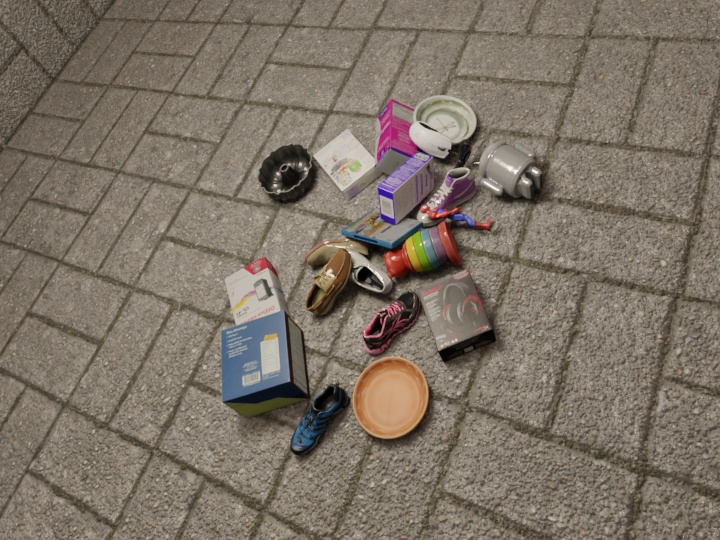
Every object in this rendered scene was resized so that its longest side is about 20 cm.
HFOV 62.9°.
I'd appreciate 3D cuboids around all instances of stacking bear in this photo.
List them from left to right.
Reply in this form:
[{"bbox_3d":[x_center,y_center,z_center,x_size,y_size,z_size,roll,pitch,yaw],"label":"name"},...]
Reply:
[{"bbox_3d":[0.157,-0.044,1.587,0.195,0.113,0.125,-22,66,16],"label":"stacking bear"}]

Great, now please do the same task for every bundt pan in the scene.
[{"bbox_3d":[-0.234,-0.310,1.913,0.195,0.076,0.208,-9,58,15],"label":"bundt pan"}]

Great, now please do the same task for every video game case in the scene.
[{"bbox_3d":[0.059,-0.118,1.659,0.197,0.018,0.142,17,40,41],"label":"video game case"}]

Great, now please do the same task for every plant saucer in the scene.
[{"bbox_3d":[0.076,0.315,1.450,0.194,0.038,0.206,-9,59,16],"label":"plant saucer"},{"bbox_3d":[0.255,-0.447,1.798,0.193,0.051,0.206,1,59,-2],"label":"plant saucer"}]

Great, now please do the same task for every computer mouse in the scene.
[{"bbox_3d":[0.224,-0.361,1.709,0.196,0.112,0.044,29,36,9],"label":"computer mouse"}]

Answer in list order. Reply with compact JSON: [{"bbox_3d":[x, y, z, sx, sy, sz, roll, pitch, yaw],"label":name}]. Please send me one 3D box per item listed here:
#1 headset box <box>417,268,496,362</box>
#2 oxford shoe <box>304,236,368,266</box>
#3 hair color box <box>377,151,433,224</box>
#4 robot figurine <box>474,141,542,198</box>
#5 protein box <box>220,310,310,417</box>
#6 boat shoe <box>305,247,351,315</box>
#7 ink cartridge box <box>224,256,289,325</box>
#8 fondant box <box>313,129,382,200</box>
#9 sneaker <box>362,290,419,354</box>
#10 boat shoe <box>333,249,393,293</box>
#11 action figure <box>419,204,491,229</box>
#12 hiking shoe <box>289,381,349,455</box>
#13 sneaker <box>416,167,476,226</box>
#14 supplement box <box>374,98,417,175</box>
[{"bbox_3d":[0.237,0.103,1.486,0.145,0.075,0.204,-22,56,9],"label":"headset box"},{"bbox_3d":[-0.068,-0.045,1.698,0.194,0.071,0.077,-19,61,11],"label":"oxford shoe"},{"bbox_3d":[0.131,-0.236,1.670,0.064,0.112,0.199,25,52,33],"label":"hair color box"},{"bbox_3d":[0.407,-0.279,1.620,0.169,0.114,0.199,-42,55,-13],"label":"robot figurine"},{"bbox_3d":[-0.254,0.248,1.558,0.193,0.136,0.205,-18,56,11],"label":"protein box"},{"bbox_3d":[-0.090,0.034,1.606,0.075,0.073,0.204,39,111,39],"label":"boat shoe"},{"bbox_3d":[-0.298,0.086,1.702,0.145,0.086,0.203,-27,54,4],"label":"ink cartridge box"},{"bbox_3d":[-0.041,-0.336,1.865,0.143,0.059,0.201,-36,54,-2],"label":"fondant box"},{"bbox_3d":[0.077,0.124,1.526,0.078,0.096,0.200,35,76,35],"label":"sneaker"},{"bbox_3d":[0.000,0.000,1.619,0.196,0.065,0.076,25,101,22],"label":"boat shoe"},{"bbox_3d":[0.258,-0.151,1.609,0.193,0.065,0.054,9,98,10],"label":"action figure"},{"bbox_3d":[-0.114,0.363,1.465,0.074,0.087,0.201,31,75,32],"label":"hiking shoe"},{"bbox_3d":[0.231,-0.216,1.654,0.198,0.115,0.073,-38,56,-2],"label":"sneaker"},{"bbox_3d":[0.109,-0.401,1.794,0.101,0.101,0.206,-43,36,51],"label":"supplement box"}]
